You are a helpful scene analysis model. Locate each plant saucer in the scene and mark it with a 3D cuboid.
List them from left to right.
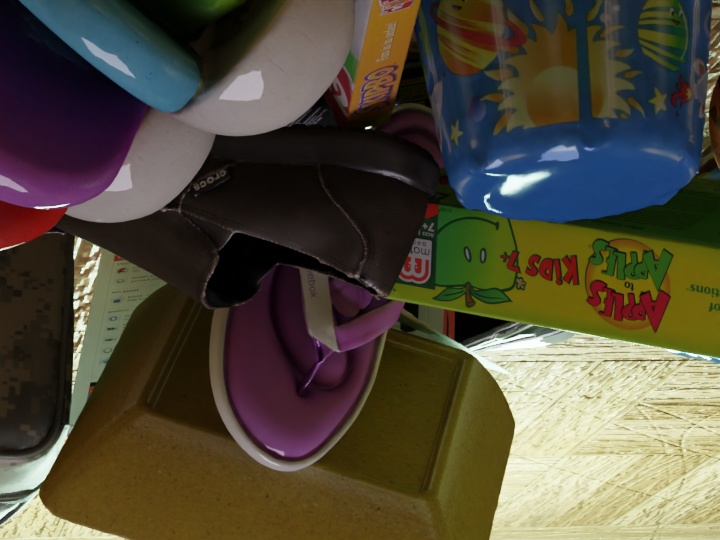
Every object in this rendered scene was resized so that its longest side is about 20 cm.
[{"bbox_3d":[-0.027,0.070,1.235,0.199,0.049,0.200,17,-151,2],"label":"plant saucer"}]

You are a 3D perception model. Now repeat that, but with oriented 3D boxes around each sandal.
[{"bbox_3d":[-0.006,-0.004,1.185,0.082,0.203,0.050,36,146,-13],"label":"sandal"}]

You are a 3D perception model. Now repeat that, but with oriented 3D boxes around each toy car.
[{"bbox_3d":[-0.116,-0.081,0.936,0.175,0.150,0.200,40,140,-19],"label":"toy car"}]

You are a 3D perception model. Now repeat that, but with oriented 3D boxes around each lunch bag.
[{"bbox_3d":[-0.211,0.029,1.296,0.138,0.201,0.168,3,158,-10],"label":"lunch bag"}]

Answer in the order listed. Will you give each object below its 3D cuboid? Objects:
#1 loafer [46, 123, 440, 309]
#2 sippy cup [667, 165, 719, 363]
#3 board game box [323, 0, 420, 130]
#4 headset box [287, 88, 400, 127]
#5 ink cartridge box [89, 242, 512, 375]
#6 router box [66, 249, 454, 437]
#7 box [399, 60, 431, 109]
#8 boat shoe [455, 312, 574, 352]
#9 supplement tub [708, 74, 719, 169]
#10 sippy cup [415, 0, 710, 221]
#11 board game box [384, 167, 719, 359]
[{"bbox_3d":[-0.068,-0.022,1.085,0.199,0.072,0.073,2,168,24],"label":"loafer"},{"bbox_3d":[0.214,-0.004,1.442,0.177,0.140,0.130,34,160,-23],"label":"sippy cup"},{"bbox_3d":[-0.008,-0.125,0.996,0.030,0.096,0.200,-21,167,-12],"label":"board game box"},{"bbox_3d":[-0.103,-0.090,1.143,0.199,0.078,0.149,4,163,-22],"label":"headset box"},{"bbox_3d":[-0.031,-0.004,1.343,0.199,0.048,0.145,11,171,28],"label":"ink cartridge box"},{"bbox_3d":[-0.048,0.039,1.446,0.198,0.180,0.049,-5,125,7],"label":"router box"},{"bbox_3d":[0.039,-0.065,1.329,0.199,0.040,0.137,-9,165,19],"label":"box"},{"bbox_3d":[0.038,0.025,1.614,0.199,0.071,0.064,-15,163,11],"label":"boat shoe"},{"bbox_3d":[0.235,-0.087,1.135,0.122,0.124,0.200,3,163,-22],"label":"supplement tub"},{"bbox_3d":[0.079,-0.093,1.039,0.139,0.131,0.177,-13,161,30],"label":"sippy cup"},{"bbox_3d":[0.120,-0.007,1.125,0.199,0.048,0.101,10,-161,27],"label":"board game box"}]
